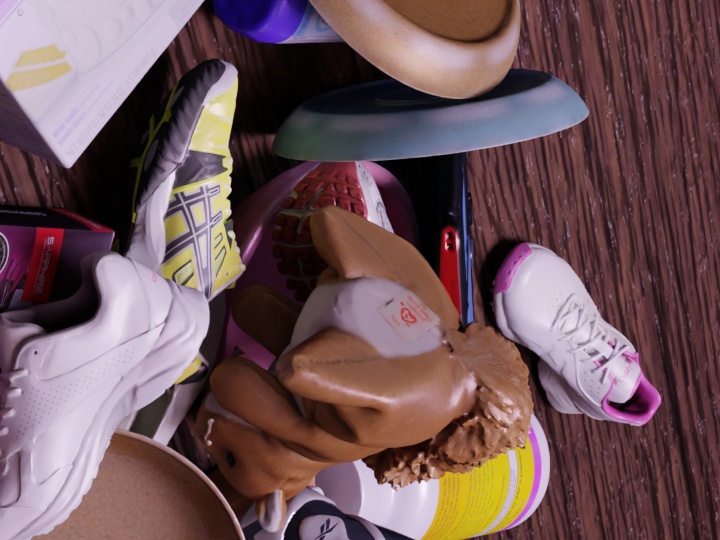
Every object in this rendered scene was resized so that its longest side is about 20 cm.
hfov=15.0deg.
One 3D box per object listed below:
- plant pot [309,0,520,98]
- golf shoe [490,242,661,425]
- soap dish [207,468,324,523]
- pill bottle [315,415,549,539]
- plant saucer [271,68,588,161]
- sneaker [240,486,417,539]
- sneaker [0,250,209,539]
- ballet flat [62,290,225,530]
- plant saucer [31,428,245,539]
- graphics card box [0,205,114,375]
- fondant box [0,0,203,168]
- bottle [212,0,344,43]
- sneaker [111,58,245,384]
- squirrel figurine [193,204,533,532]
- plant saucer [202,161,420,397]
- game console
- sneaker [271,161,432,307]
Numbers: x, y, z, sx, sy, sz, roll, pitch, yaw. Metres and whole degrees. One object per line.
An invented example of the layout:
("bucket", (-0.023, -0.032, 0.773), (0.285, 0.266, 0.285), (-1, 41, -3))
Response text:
("plant pot", (0.027, -0.195, 1.661), (0.200, 0.200, 0.027), (-10, 158, -49))
("golf shoe", (0.164, 0.049, 2.029), (0.075, 0.091, 0.200), (-55, 141, -14))
("soap dish", (-0.109, 0.221, 1.780), (0.200, 0.081, 0.158), (-29, 130, -41))
("pill bottle", (0.036, 0.141, 1.903), (0.200, 0.104, 0.104), (-5, 112, -51))
("plant saucer", (0.042, -0.100, 1.712), (0.200, 0.200, 0.027), (-20, 107, -45))
("sneaker", (0.014, 0.216, 1.755), (0.080, 0.130, 0.199), (-49, 140, -22))
("sneaker", (-0.181, 0.069, 1.548), (0.099, 0.078, 0.200), (37, 90, -25))
("ballet flat", (-0.137, 0.074, 1.672), (0.069, 0.069, 0.200), (17, 98, -54))
("plant saucer", (-0.164, 0.183, 1.644), (0.035, 0.200, 0.200), (-92, -166, -76))
("graphics card box", (-0.234, 0.024, 1.545), (0.200, 0.051, 0.126), (5, 105, -52))
("fondant box", (-0.178, -0.174, 1.504), (0.144, 0.058, 0.200), (-53, 141, -18))
("bottle", (-0.005, -0.185, 1.710), (0.200, 0.065, 0.084), (-6, 114, -50))
("sneaker", (-0.104, -0.027, 1.631), (0.076, 0.075, 0.200), (18, 87, -15))
("squirrel figurine", (-0.002, 0.087, 1.655), (0.200, 0.142, 0.187), (20, 135, -20))
("plant saucer", (-0.042, 0.017, 1.784), (0.200, 0.051, 0.201), (-28, 130, -40))
("game console", (0.064, 0.003, 1.835), (0.200, 0.031, 0.177), (-86, 178, -62))
("sneaker", (0.000, 0.000, 1.736), (0.082, 0.078, 0.200), (-53, 149, -33))
